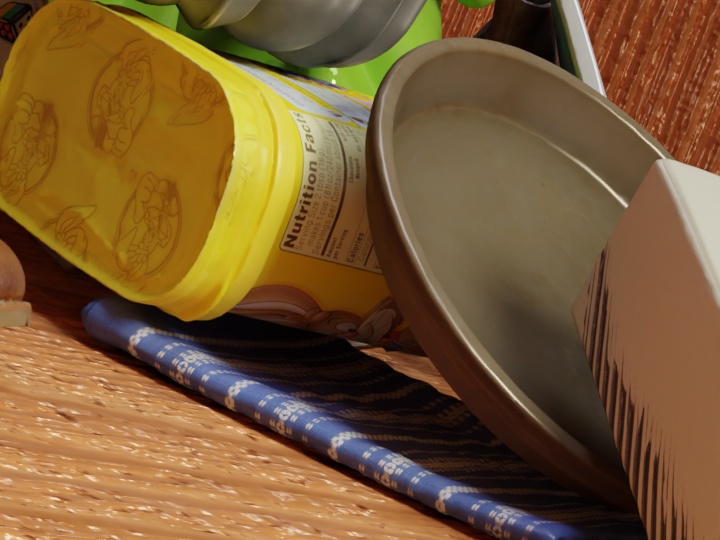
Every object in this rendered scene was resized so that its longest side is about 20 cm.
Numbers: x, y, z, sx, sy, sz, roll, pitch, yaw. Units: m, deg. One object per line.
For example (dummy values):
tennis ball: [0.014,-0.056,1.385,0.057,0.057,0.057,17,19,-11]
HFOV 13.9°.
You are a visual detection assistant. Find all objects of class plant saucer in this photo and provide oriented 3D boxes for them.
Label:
plant saucer: [0.075,0.006,1.023,0.200,0.029,0.200,31,35,-25]

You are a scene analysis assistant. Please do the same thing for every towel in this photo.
towel: [0.015,0.052,1.030,0.200,0.024,0.145,24,8,28]

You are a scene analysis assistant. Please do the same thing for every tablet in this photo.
tablet: [0.113,-0.043,1.392,0.014,0.130,0.200,-13,-35,1]

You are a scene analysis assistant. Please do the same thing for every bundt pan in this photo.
bundt pan: [-0.060,-0.134,1.103,0.201,0.076,0.202,23,7,-3]

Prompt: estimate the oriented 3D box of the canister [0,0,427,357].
canister: [-0.017,-0.026,1.091,0.200,0.087,0.148,14,12,-41]

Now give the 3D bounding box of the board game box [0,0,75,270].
board game box: [-0.151,-0.084,1.222,0.035,0.127,0.200,-24,19,-12]

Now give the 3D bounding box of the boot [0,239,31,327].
boot: [-0.162,-0.075,0.923,0.200,0.156,0.077,26,8,36]

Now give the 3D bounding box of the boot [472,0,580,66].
boot: [0.082,-0.054,1.472,0.072,0.167,0.200,23,7,17]

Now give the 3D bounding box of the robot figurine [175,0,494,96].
robot figurine: [-0.023,-0.097,1.281,0.116,0.175,0.200,59,18,-29]

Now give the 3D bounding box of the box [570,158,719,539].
box: [0.129,0.052,0.900,0.082,0.069,0.200,20,27,-19]

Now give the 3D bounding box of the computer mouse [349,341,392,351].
computer mouse: [0.000,0.000,1.279,0.199,0.046,0.141,1,35,12]

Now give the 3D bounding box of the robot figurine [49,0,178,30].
robot figurine: [-0.165,-0.154,1.681,0.200,0.116,0.175,24,-2,36]
